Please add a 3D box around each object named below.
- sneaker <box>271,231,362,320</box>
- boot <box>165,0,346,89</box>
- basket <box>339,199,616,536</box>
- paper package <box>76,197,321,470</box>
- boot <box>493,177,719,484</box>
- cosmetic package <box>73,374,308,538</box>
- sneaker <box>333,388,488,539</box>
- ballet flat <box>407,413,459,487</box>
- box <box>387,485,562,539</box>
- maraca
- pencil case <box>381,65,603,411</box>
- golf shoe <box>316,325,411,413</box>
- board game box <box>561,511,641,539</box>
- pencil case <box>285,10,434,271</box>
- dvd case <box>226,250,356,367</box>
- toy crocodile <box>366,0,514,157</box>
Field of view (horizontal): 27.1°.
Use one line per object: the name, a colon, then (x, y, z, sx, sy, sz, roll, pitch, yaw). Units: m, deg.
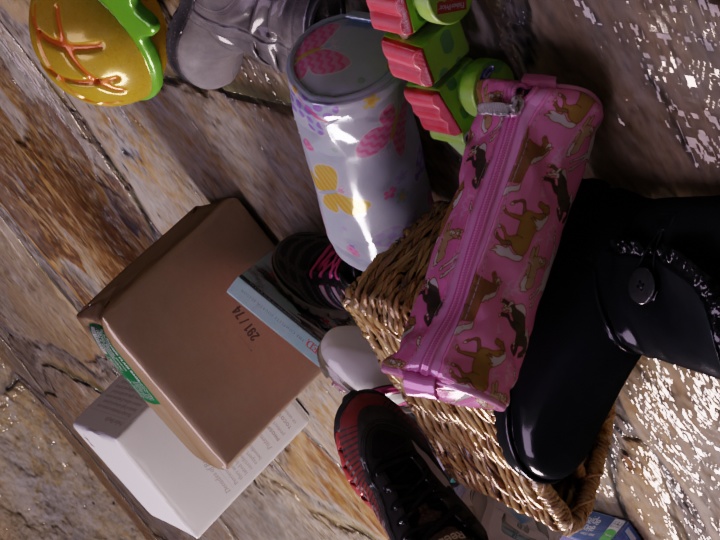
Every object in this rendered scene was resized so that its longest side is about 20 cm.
sneaker: (0.000, 0.000, 1.253, 0.199, 0.074, 0.088, 24, 152, 34)
boot: (-0.075, -0.165, 1.098, 0.131, 0.070, 0.200, 36, 162, 11)
basket: (0.110, 0.058, 1.038, 0.148, 0.142, 0.201, 17, 143, 58)
paper package: (-0.144, 0.061, 1.471, 0.201, 0.191, 0.103, 52, 158, -16)
boot: (0.165, 0.046, 0.885, 0.076, 0.203, 0.168, 9, -176, -34)
cosmetic package: (-0.207, 0.183, 1.813, 0.167, 0.200, 0.167, 52, 159, -20)
sneaker: (0.045, 0.179, 1.115, 0.202, 0.070, 0.098, 64, 166, -1)
ballet flat: (0.056, 0.129, 1.285, 0.200, 0.067, 0.069, -112, 26, -73)
box: (0.096, 0.227, 1.296, 0.096, 0.177, 0.200, 38, 149, 0)
maraca: (-0.214, -0.205, 1.226, 0.137, 0.107, 0.200, 37, 159, 1)
pencil case: (0.078, -0.016, 0.879, 0.086, 0.202, 0.083, 20, 176, -26)
golf shoe: (0.066, 0.068, 1.173, 0.197, 0.073, 0.093, 12, 131, -9)
board game box: (0.213, 0.278, 1.413, 0.136, 0.034, 0.199, 55, 158, -21)
pencil case: (0.006, -0.086, 1.051, 0.083, 0.091, 0.201, 27, 154, 29)
dvd case: (-0.044, 0.044, 1.342, 0.146, 0.022, 0.200, 39, -171, 0)
toy crocodile: (0.042, -0.136, 0.926, 0.067, 0.062, 0.201, 22, 149, 47)
